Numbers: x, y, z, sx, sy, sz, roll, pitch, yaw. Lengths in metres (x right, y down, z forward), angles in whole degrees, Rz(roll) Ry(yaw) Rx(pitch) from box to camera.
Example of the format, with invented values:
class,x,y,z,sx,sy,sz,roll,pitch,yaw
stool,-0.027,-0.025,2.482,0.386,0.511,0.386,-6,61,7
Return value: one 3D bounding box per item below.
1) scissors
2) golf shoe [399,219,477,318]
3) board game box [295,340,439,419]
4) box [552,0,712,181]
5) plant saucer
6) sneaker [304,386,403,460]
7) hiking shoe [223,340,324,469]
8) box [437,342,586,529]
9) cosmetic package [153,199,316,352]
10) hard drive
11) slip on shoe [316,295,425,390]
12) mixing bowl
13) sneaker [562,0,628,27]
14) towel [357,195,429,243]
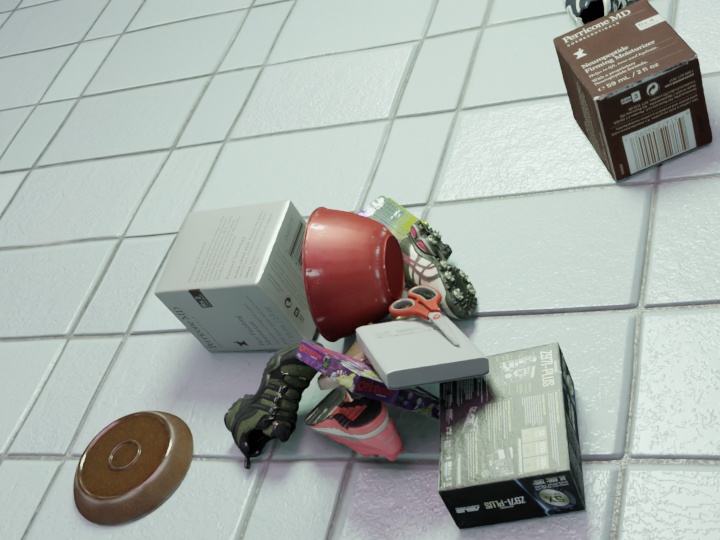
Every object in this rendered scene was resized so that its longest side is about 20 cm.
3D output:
class,x,y,z,sx,sy,sz,roll,pitch,yaw
scissors,0.105,0.057,1.493,0.073,0.014,0.200,-28,22,-19
golf shoe,0.109,0.016,1.646,0.088,0.077,0.201,-46,38,18
board game box,0.020,0.147,1.449,0.120,0.199,0.033,21,88,43
box,0.418,-0.279,1.700,0.165,0.165,0.201,-23,39,5
plant saucer,-0.343,0.281,1.628,0.199,0.035,0.201,-16,42,14
sneaker,-0.009,0.217,1.484,0.074,0.087,0.200,-42,18,-19
hiking shoe,-0.106,0.188,1.540,0.200,0.075,0.101,-49,46,22
box,0.185,0.204,1.372,0.162,0.086,0.201,-14,42,17
cosmetic package,-0.174,0.012,1.702,0.198,0.165,0.166,-6,49,31
hard drive,0.077,0.104,1.444,0.131,0.027,0.200,-8,14,-10
slip on shoe,0.021,0.104,1.568,0.199,0.061,0.076,-28,0,-4
mixing bowl,0.000,0.000,1.610,0.107,0.201,0.201,-6,43,19
sneaker,0.464,-0.494,1.975,0.197,0.080,0.130,-16,42,14
towel,0.002,-0.040,1.789,0.199,0.023,0.144,-37,40,-11
